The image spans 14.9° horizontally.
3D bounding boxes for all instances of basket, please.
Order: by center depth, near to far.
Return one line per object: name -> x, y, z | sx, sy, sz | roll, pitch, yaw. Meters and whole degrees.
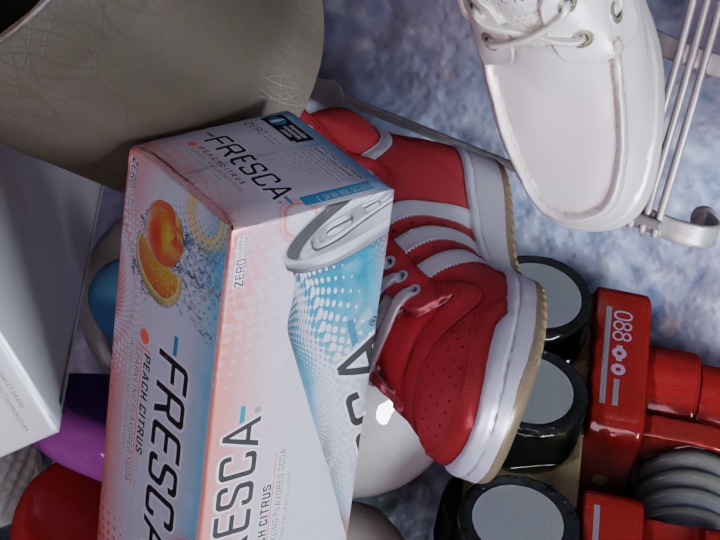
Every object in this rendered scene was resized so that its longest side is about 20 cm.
basket -> -0.104, -0.102, 0.910 | 0.180, 0.200, 0.136 | 30, 91, 31

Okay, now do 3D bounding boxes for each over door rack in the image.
over door rack -> 0.068, -0.110, 1.078 | 0.199, 0.067, 0.148 | 20, 109, 17

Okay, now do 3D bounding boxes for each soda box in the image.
soda box -> -0.043, 0.051, 0.941 | 0.064, 0.068, 0.201 | 39, 132, 41

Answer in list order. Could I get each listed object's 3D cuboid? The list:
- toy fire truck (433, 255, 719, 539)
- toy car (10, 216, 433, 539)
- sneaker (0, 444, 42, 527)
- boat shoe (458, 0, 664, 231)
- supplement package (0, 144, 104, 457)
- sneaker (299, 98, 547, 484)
toy fire truck -> 0.130, 0.107, 1.081 | 0.199, 0.177, 0.129 | 10, 135, -1
toy car -> -0.068, 0.072, 1.076 | 0.175, 0.150, 0.201 | 26, 113, 38
sneaker -> -0.233, 0.086, 1.111 | 0.114, 0.200, 0.073 | -11, 73, 31
boat shoe -> 0.062, -0.108, 1.006 | 0.070, 0.069, 0.201 | -7, 100, 24
supplement package -> -0.183, -0.032, 1.020 | 0.110, 0.200, 0.156 | -23, 116, 12
sneaker -> 0.000, 0.000, 0.974 | 0.112, 0.200, 0.071 | 20, 113, -14
